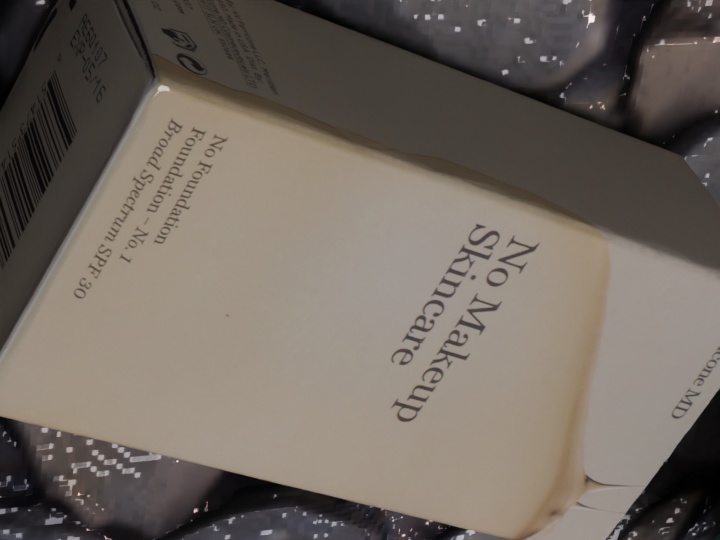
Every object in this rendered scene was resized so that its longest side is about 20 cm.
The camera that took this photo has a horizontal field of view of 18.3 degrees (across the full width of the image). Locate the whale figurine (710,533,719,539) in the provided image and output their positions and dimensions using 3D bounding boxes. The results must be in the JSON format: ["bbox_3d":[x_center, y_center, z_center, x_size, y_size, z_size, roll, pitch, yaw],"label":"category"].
[{"bbox_3d":[0.164,0.085,0.727,0.158,0.104,0.201,-6,148,-22],"label":"whale figurine"}]

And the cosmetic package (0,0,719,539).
[{"bbox_3d":[0.000,0.000,0.592,0.199,0.073,0.104,17,118,-31],"label":"cosmetic package"}]
